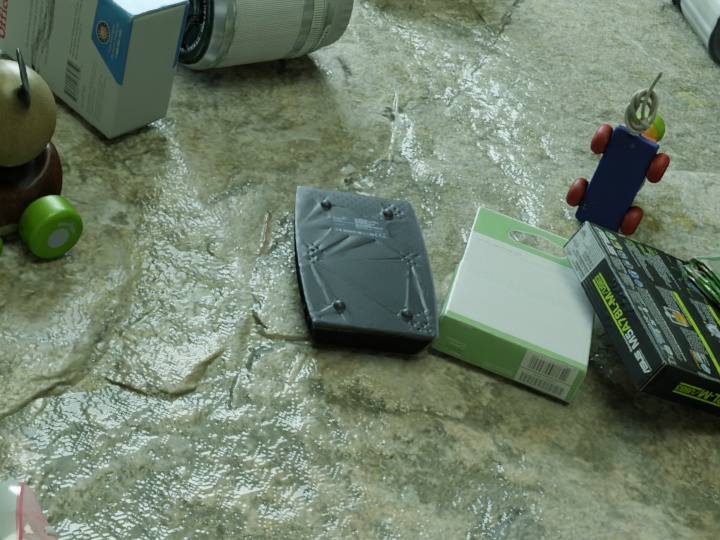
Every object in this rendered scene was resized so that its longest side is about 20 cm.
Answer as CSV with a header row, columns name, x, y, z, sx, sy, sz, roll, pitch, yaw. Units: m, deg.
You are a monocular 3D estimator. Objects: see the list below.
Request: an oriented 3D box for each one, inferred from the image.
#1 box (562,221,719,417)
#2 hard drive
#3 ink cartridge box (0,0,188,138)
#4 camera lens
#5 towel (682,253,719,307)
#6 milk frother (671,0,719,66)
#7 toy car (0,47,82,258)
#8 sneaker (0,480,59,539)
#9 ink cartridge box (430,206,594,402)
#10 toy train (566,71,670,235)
name,x,y,z,sx,sy,sz,roll,pitch,yaw
box,0.309,0.054,1.316,0.192,0.048,0.201,20,33,-34
hard drive,0.000,0.000,1.296,0.134,0.043,0.201,7,39,-14
ink cartridge box,-0.282,-0.256,1.387,0.200,0.146,0.084,38,43,22
camera lens,-0.127,-0.314,1.520,0.199,0.161,0.160,-13,49,-34
towel,0.430,0.055,1.378,0.200,0.023,0.152,48,28,23
milk frother,0.547,-0.411,1.886,0.179,0.201,0.189,5,41,-23
toy car,-0.329,-0.127,1.182,0.157,0.201,0.164,-17,51,-37
sneaker,-0.196,0.233,0.912,0.104,0.076,0.201,-2,51,-18
ink cartridge box,0.158,0.028,1.326,0.145,0.048,0.200,21,35,1
toy train,0.305,-0.144,1.471,0.084,0.201,0.116,28,35,12
